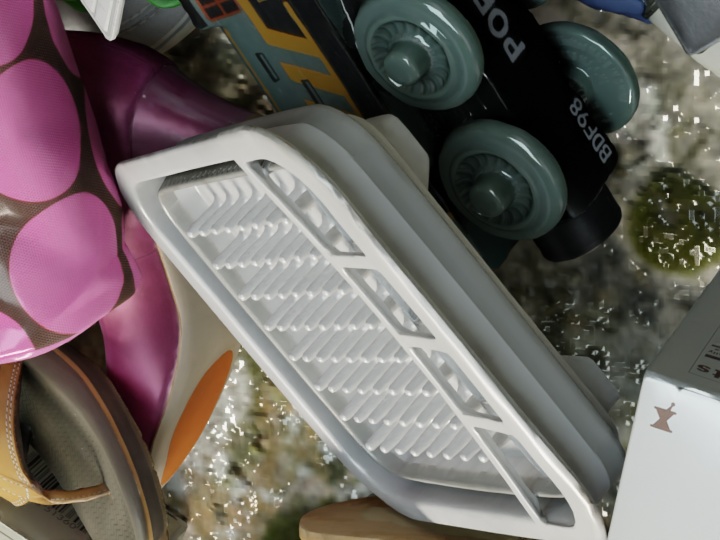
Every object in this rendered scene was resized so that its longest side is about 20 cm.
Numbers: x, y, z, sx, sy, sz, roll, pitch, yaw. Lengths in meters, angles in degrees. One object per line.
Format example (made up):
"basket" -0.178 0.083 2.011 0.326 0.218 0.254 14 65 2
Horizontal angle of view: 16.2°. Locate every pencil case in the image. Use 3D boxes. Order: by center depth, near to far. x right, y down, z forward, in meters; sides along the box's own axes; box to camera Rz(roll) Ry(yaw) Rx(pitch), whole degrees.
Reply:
"pencil case" -0.147 -0.064 0.875 0.093 0.091 0.201 -5 113 24

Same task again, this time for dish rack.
"dish rack" 0.006 0.012 0.838 0.172 0.044 0.200 50 162 -13

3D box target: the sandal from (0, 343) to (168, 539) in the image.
"sandal" -0.139 0.049 0.990 0.200 0.054 0.082 52 153 22

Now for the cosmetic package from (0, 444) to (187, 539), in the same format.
"cosmetic package" -0.163 0.169 1.077 0.105 0.071 0.201 33 118 8

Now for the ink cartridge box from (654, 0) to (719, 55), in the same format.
"ink cartridge box" 0.130 -0.195 0.744 0.200 0.047 0.198 -30 94 32

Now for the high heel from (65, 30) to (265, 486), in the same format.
"high heel" -0.096 0.001 0.978 0.096 0.067 0.201 25 135 14

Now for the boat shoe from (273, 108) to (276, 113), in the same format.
"boat shoe" 0.000 0.000 0.949 0.073 0.063 0.201 -6 107 24

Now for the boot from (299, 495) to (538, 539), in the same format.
"boot" 0.067 0.165 0.948 0.200 0.071 0.145 8 103 -7

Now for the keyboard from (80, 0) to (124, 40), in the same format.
"keyboard" -0.130 -0.168 0.866 0.200 0.011 0.056 56 146 22

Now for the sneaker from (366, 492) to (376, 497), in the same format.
"sneaker" -0.042 0.176 1.021 0.074 0.089 0.200 37 120 5

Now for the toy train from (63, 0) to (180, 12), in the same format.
"toy train" -0.023 -0.126 0.904 0.199 0.042 0.057 -3 87 6

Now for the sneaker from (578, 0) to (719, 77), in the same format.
"sneaker" 0.171 -0.128 0.828 0.115 0.081 0.199 42 120 -6

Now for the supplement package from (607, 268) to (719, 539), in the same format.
"supplement package" 0.157 0.061 0.826 0.113 0.200 0.110 17 115 17

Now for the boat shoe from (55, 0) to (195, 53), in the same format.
"boat shoe" -0.147 -0.098 0.972 0.199 0.069 0.072 -6 106 24

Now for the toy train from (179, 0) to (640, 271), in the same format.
"toy train" 0.008 -0.082 0.841 0.114 0.085 0.200 -12 122 45
